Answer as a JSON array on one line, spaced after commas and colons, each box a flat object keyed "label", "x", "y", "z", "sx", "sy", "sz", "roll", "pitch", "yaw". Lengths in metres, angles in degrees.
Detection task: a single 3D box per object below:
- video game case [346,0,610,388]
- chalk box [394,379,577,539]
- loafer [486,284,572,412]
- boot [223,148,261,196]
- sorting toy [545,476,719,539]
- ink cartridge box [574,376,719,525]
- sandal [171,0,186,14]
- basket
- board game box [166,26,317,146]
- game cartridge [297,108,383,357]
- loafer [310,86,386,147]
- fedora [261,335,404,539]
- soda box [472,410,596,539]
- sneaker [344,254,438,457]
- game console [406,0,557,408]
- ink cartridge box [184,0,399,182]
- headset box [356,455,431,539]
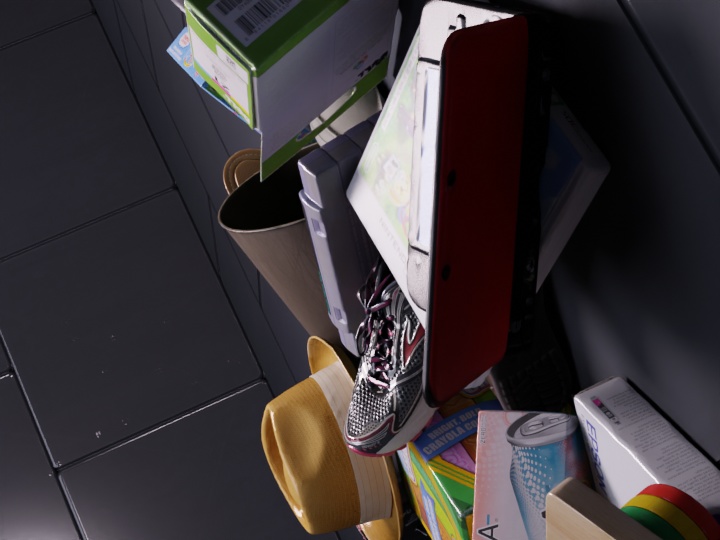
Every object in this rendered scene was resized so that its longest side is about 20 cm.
[{"label": "video game case", "x": 0.065, "y": -0.056, "z": 0.924, "sx": 0.182, "sy": 0.022, "sz": 0.200, "roll": 60, "pitch": 142, "yaw": 33}, {"label": "chalk box", "x": 0.098, "y": 0.145, "z": 1.135, "sx": 0.200, "sy": 0.124, "sz": 0.125, "roll": -127, "pitch": 18, "yaw": -52}, {"label": "loafer", "x": 0.091, "y": 0.018, "z": 1.033, "sx": 0.071, "sy": 0.073, "sz": 0.201, "roll": -131, "pitch": 22, "yaw": -61}, {"label": "boot", "x": -0.050, "y": -0.049, "z": 1.410, "sx": 0.199, "sy": 0.077, "sz": 0.155, "roll": 23, "pitch": 175, "yaw": -11}, {"label": "sorting toy", "x": 0.201, "y": 0.221, "z": 0.810, "sx": 0.200, "sy": 0.069, "sz": 0.199, "roll": 34, "pitch": 146, "yaw": 37}, {"label": "ink cartridge box", "x": 0.210, "y": 0.194, "z": 0.909, "sx": 0.200, "sy": 0.043, "sz": 0.197, "roll": -128, "pitch": 18, "yaw": -58}, {"label": "sandal", "x": -0.100, "y": -0.213, "z": 1.377, "sx": 0.200, "sy": 0.043, "sz": 0.076, "roll": 43, "pitch": -174, "yaw": 15}, {"label": "basket", "x": 0.000, "y": 0.000, "z": 1.272, "sx": 0.200, "sy": 0.180, "sz": 0.136, "roll": 61, "pitch": -156, "yaw": -27}, {"label": "board game box", "x": -0.087, "y": -0.149, "z": 1.406, "sx": 0.200, "sy": 0.037, "sz": 0.151, "roll": 38, "pitch": -176, "yaw": -28}, {"label": "game cartridge", "x": 0.022, "y": -0.035, "z": 1.109, "sx": 0.038, "sy": 0.129, "sz": 0.200, "roll": 47, "pitch": 159, "yaw": 41}, {"label": "loafer", "x": -0.023, "y": -0.154, "z": 1.246, "sx": 0.070, "sy": 0.070, "sz": 0.200, "roll": 64, "pitch": 174, "yaw": -36}, {"label": "fedora", "x": -0.032, "y": 0.157, "z": 1.232, "sx": 0.201, "sy": 0.081, "sz": 0.201, "roll": 161, "pitch": 90, "yaw": -74}, {"label": "soda box", "x": 0.115, "y": 0.195, "z": 0.972, "sx": 0.064, "sy": 0.068, "sz": 0.201, "roll": 15, "pitch": -104, "yaw": -60}, {"label": "sneaker", "x": 0.027, "y": 0.040, "z": 1.085, "sx": 0.075, "sy": 0.201, "sz": 0.080, "roll": 20, "pitch": 178, "yaw": -42}, {"label": "game console", "x": 0.042, "y": -0.048, "z": 0.829, "sx": 0.172, "sy": 0.118, "sz": 0.201, "roll": 26, "pitch": 118, "yaw": 54}, {"label": "ink cartridge box", "x": -0.048, "y": -0.169, "z": 1.081, "sx": 0.076, "sy": 0.148, "sz": 0.200, "roll": 44, "pitch": 164, "yaw": 12}, {"label": "headset box", "x": 0.046, "y": 0.182, "z": 1.386, "sx": 0.077, "sy": 0.148, "sz": 0.200, "roll": 60, "pitch": 176, "yaw": -35}]
